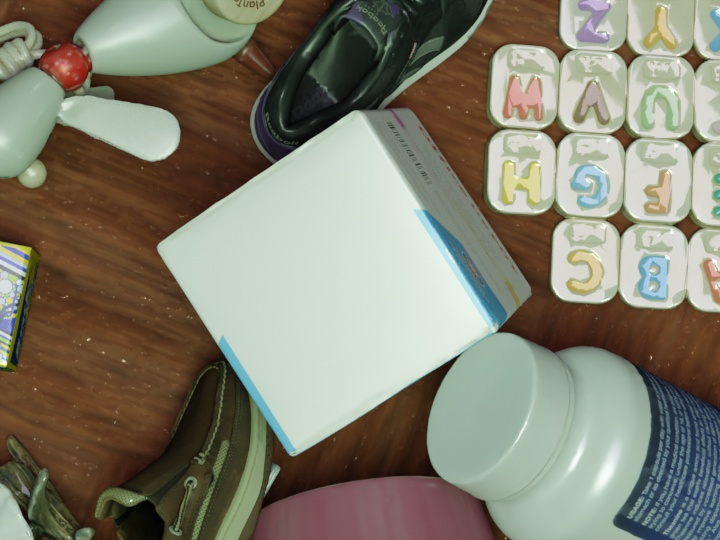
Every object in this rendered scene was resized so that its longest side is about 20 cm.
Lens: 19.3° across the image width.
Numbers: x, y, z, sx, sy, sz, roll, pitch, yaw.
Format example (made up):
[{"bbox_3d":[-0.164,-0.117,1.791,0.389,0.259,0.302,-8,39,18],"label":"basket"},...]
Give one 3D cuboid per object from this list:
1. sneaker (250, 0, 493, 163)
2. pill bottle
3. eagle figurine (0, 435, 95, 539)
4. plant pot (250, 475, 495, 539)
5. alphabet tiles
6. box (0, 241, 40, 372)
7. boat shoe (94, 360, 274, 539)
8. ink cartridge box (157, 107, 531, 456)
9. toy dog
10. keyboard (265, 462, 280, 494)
[{"bbox_3d":[0.019,-0.139,1.178,0.076,0.088,0.200,38,82,0],"label":"sneaker"},{"bbox_3d":[0.135,0.106,1.113,0.200,0.111,0.111,27,82,-31],"label":"pill bottle"},{"bbox_3d":[-0.219,0.199,1.108,0.200,0.152,0.151,-37,108,-12],"label":"eagle figurine"},{"bbox_3d":[0.013,0.211,1.102,0.200,0.200,0.179,-8,69,-5],"label":"plant pot"},{"bbox_3d":[0.171,-0.076,1.221,0.200,0.015,0.196,4,84,-5],"label":"alphabet tiles"},{"bbox_3d":[-0.281,0.003,1.152,0.200,0.064,0.070,11,83,-3],"label":"box"},{"bbox_3d":[-0.097,0.125,1.095,0.075,0.075,0.203,27,47,-23],"label":"boat shoe"},{"bbox_3d":[0.000,0.000,1.118,0.125,0.200,0.129,-33,88,10],"label":"ink cartridge box"},{"bbox_3d":[-0.120,-0.107,1.162,0.200,0.132,0.096,-31,119,0],"label":"toy dog"},{"bbox_3d":[-0.105,0.188,1.152,0.011,0.056,0.200,34,82,-29],"label":"keyboard"}]
